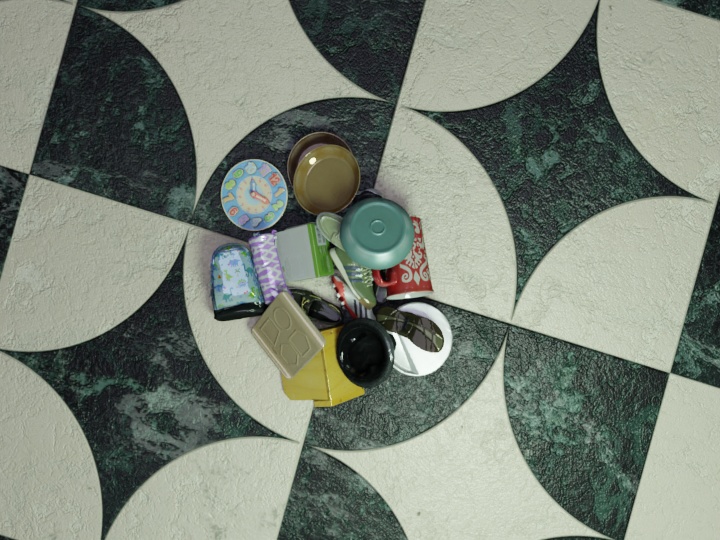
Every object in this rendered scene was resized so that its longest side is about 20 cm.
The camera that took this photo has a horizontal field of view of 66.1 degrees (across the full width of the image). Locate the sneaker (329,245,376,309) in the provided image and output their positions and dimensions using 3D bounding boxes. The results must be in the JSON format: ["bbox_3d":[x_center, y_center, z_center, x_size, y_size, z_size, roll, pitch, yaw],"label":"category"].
[{"bbox_3d":[0.000,0.000,1.511,0.089,0.067,0.202,-37,82,20],"label":"sneaker"}]

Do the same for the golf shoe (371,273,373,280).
[{"bbox_3d":[0.020,-0.047,1.572,0.093,0.078,0.204,25,89,0],"label":"golf shoe"}]

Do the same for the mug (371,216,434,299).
[{"bbox_3d":[0.114,-0.035,1.469,0.130,0.177,0.206,-9,80,23],"label":"mug"}]

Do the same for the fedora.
[{"bbox_3d":[0.029,0.213,1.485,0.197,0.091,0.206,6,99,37],"label":"fedora"}]

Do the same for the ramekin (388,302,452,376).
[{"bbox_3d":[0.154,0.189,1.563,0.197,0.094,0.208,0,90,-1],"label":"ramekin"}]

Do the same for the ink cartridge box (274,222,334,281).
[{"bbox_3d":[-0.184,-0.046,1.579,0.196,0.075,0.152,-9,90,34],"label":"ink cartridge box"}]

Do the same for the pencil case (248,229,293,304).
[{"bbox_3d":[-0.248,-0.008,1.535,0.083,0.084,0.205,-14,92,4],"label":"pencil case"}]

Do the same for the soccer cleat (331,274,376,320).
[{"bbox_3d":[-0.009,0.089,1.567,0.084,0.069,0.202,-33,81,-13],"label":"soccer cleat"}]

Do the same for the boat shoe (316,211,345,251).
[{"bbox_3d":[-0.037,-0.087,1.460,0.199,0.062,0.073,38,92,7],"label":"boat shoe"}]

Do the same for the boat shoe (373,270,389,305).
[{"bbox_3d":[0.094,0.007,1.580,0.073,0.063,0.204,30,91,-3],"label":"boat shoe"}]

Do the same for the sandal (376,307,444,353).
[{"bbox_3d":[0.135,0.158,1.494,0.196,0.055,0.084,19,84,14],"label":"sandal"}]

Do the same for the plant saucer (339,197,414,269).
[{"bbox_3d":[0.044,-0.104,1.417,0.194,0.036,0.205,1,70,-2],"label":"plant saucer"}]

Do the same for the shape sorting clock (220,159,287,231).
[{"bbox_3d":[-0.306,-0.217,1.590,0.194,0.039,0.206,0,90,0],"label":"shape sorting clock"}]

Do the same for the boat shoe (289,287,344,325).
[{"bbox_3d":[-0.139,0.101,1.578,0.197,0.061,0.073,20,90,0],"label":"boat shoe"}]

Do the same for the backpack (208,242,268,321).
[{"bbox_3d":[-0.349,0.025,1.549,0.159,0.154,0.205,-7,75,-1],"label":"backpack"}]

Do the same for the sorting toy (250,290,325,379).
[{"bbox_3d":[-0.197,0.177,1.512,0.186,0.036,0.200,50,127,7],"label":"sorting toy"}]

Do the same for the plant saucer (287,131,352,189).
[{"bbox_3d":[-0.112,-0.292,1.592,0.195,0.037,0.206,0,90,1],"label":"plant saucer"}]

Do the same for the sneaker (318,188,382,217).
[{"bbox_3d":[-0.023,-0.157,1.550,0.195,0.076,0.116,-14,54,-3],"label":"sneaker"}]

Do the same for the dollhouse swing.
[{"bbox_3d":[-0.112,0.270,1.592,0.179,0.174,0.206,-9,89,-42],"label":"dollhouse swing"}]

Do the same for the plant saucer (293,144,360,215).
[{"bbox_3d":[-0.090,-0.246,1.535,0.195,0.035,0.206,-3,78,15],"label":"plant saucer"}]
